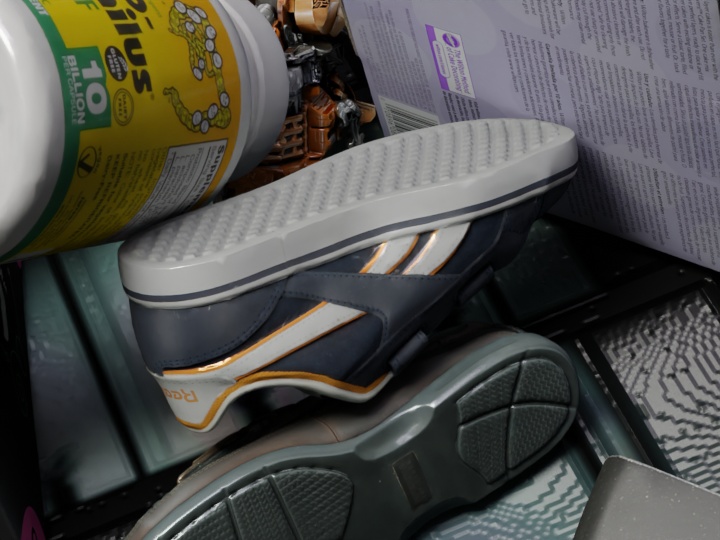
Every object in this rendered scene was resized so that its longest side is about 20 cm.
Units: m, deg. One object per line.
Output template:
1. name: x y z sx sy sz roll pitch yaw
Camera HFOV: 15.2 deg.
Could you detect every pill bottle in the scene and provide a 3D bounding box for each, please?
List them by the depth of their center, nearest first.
1. pill bottle: -0.110 -0.065 1.021 0.112 0.113 0.200 17 14 26

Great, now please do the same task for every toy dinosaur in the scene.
1. toy dinosaur: -0.022 -0.109 1.163 0.102 0.136 0.201 28 101 15

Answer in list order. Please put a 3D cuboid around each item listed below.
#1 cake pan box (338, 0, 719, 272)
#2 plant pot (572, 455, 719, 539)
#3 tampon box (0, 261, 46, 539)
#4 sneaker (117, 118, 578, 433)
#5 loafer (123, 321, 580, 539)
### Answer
1. cake pan box: 0.082 -0.089 1.083 0.184 0.200 0.052 21 61 28
2. plant pot: 0.135 0.205 0.820 0.199 0.200 0.178 22 67 29
3. tampon box: -0.209 0.029 1.076 0.126 0.150 0.201 -15 47 3
4. sneaker: 0.000 0.000 1.048 0.199 0.080 0.078 -20 22 -26
5. loafer: -0.010 0.078 1.053 0.199 0.072 0.063 -25 29 -19
